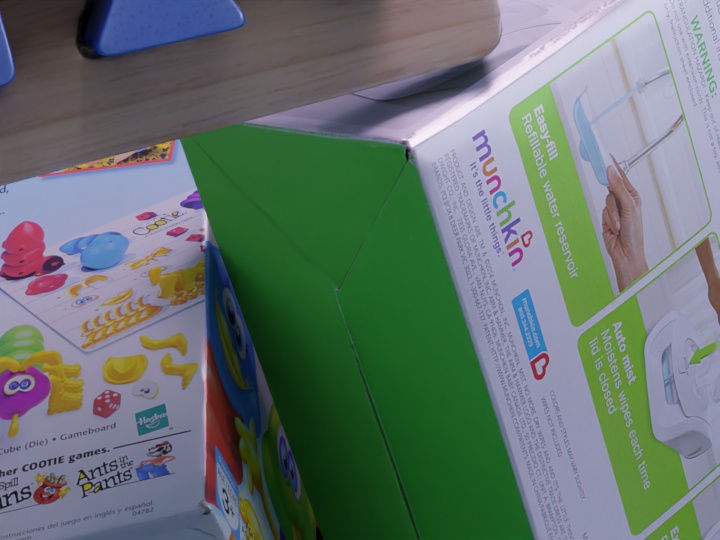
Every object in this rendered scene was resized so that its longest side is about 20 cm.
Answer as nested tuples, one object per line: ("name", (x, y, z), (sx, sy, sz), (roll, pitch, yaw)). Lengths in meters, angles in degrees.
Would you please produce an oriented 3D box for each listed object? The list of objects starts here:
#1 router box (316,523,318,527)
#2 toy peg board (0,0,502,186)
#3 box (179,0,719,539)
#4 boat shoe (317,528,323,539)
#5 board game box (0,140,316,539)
("router box", (0.000, 0.000, 0.918), (0.200, 0.179, 0.049), (-76, 155, -49))
("toy peg board", (-0.079, -0.118, 0.577), (0.098, 0.199, 0.200), (-156, -128, -79))
("box", (0.070, 0.006, 0.739), (0.176, 0.096, 0.201), (-38, 121, -32))
("boat shoe", (-0.028, 0.106, 1.027), (0.200, 0.069, 0.074), (58, 21, -65))
("board game box", (-0.074, 0.032, 0.750), (0.201, 0.104, 0.103), (-93, 166, -46))
